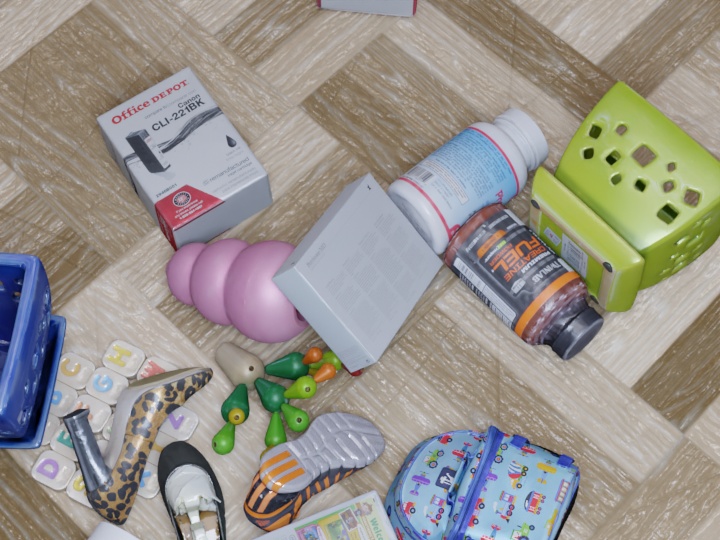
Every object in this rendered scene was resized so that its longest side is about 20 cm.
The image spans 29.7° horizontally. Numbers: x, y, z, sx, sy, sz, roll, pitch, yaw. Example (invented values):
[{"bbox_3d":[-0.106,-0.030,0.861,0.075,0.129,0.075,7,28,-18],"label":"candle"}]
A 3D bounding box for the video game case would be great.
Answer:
[{"bbox_3d":[-0.028,0.365,1.494,0.181,0.022,0.201,-21,63,-8],"label":"video game case"}]

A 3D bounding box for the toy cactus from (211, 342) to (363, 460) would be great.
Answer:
[{"bbox_3d":[-0.109,0.143,1.626,0.200,0.102,0.165,-42,52,-15],"label":"toy cactus"}]

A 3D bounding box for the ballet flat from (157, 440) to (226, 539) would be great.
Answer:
[{"bbox_3d":[-0.181,0.283,1.542,0.068,0.068,0.201,-16,74,-13],"label":"ballet flat"}]

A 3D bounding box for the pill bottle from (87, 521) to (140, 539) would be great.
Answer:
[{"bbox_3d":[-0.300,0.384,1.482,0.119,0.120,0.200,26,67,12],"label":"pill bottle"}]

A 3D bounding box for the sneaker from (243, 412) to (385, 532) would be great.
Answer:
[{"bbox_3d":[-0.063,0.236,1.577,0.200,0.112,0.078,-14,55,-45],"label":"sneaker"}]

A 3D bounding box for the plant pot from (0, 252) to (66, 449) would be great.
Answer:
[{"bbox_3d":[-0.457,0.104,1.579,0.199,0.180,0.201,2,64,8],"label":"plant pot"}]

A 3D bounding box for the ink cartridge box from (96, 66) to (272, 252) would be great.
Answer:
[{"bbox_3d":[-0.227,-0.143,1.754,0.144,0.084,0.200,-32,67,-13],"label":"ink cartridge box"}]

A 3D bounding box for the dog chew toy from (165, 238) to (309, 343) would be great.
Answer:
[{"bbox_3d":[-0.150,0.017,1.660,0.199,0.125,0.125,12,63,26],"label":"dog chew toy"}]

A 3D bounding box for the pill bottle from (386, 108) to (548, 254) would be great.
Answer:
[{"bbox_3d":[0.139,-0.118,1.726,0.200,0.109,0.109,-37,69,-16],"label":"pill bottle"}]

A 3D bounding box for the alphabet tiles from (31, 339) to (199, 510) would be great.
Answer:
[{"bbox_3d":[-0.304,0.184,1.636,0.195,0.015,0.200,25,67,12],"label":"alphabet tiles"}]

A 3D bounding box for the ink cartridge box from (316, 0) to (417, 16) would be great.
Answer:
[{"bbox_3d":[0.018,-0.480,1.882,0.144,0.145,0.201,5,64,3],"label":"ink cartridge box"}]

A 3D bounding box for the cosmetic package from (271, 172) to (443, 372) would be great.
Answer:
[{"bbox_3d":[0.000,0.000,1.628,0.151,0.052,0.200,52,45,-15],"label":"cosmetic package"}]

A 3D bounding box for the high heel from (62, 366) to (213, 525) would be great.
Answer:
[{"bbox_3d":[-0.244,0.203,1.606,0.199,0.071,0.143,-23,100,-32],"label":"high heel"}]

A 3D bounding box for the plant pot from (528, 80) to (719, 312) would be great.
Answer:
[{"bbox_3d":[0.318,-0.075,1.661,0.181,0.200,0.199,-41,71,-11],"label":"plant pot"}]

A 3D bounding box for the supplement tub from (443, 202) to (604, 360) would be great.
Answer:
[{"bbox_3d":[0.203,0.017,1.662,0.107,0.107,0.200,-39,70,-17],"label":"supplement tub"}]

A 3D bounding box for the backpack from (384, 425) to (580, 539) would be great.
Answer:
[{"bbox_3d":[0.129,0.260,1.532,0.199,0.135,0.183,25,66,15],"label":"backpack"}]
